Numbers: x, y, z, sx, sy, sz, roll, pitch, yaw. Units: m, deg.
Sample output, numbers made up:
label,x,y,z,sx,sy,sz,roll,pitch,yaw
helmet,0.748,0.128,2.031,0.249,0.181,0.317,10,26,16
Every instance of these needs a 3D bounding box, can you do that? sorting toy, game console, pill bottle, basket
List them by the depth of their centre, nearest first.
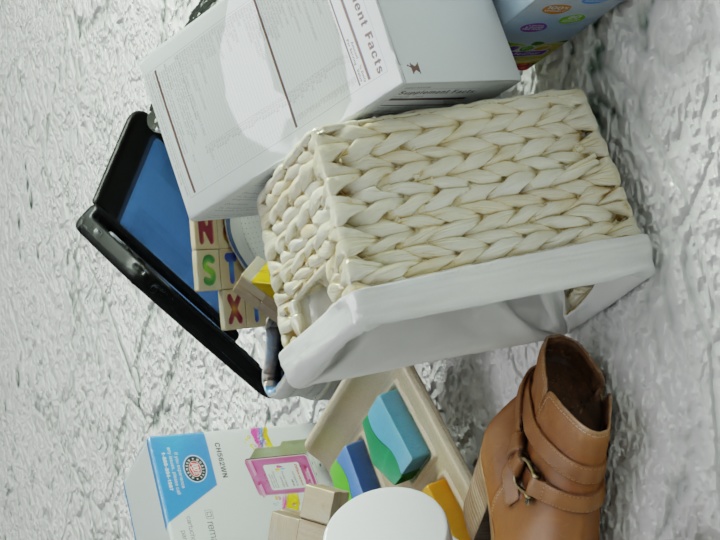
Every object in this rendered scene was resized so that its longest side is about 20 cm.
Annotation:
label,x,y,z,sx,sy,sz,roll,pitch,yaw
basket,0.050,-0.020,1.087,0.136,0.199,0.124,136,122,-62
pill bottle,0.034,0.241,1.219,0.111,0.111,0.201,-123,15,-50
sorting toy,0.032,0.171,1.314,0.201,0.036,0.185,57,149,19
game console,-0.131,-0.014,1.558,0.117,0.200,0.176,-49,38,-4

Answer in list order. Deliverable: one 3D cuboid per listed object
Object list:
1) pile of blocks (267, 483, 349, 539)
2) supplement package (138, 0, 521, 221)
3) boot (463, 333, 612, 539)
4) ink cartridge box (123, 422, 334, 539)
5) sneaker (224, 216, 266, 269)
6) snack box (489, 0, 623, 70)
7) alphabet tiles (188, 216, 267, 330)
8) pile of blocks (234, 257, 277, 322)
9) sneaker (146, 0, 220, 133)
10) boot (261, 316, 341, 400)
label,x,y,z,sx,sy,sz,roll,pitch,yaw
pile of blocks,-0.022,0.215,1.290,0.062,0.082,0.201,12,130,28
supplement package,-0.021,-0.120,1.116,0.200,0.109,0.114,-28,77,41
boot,0.125,0.153,1.117,0.200,0.073,0.155,62,144,40
ink cartridge box,-0.067,0.199,1.426,0.085,0.199,0.145,-57,43,50
sneaker,-0.053,-0.078,1.479,0.115,0.080,0.200,-1,114,39
snack box,0.105,-0.230,1.103,0.200,0.067,0.170,148,116,-64
alphabet tiles,-0.095,-0.053,1.533,0.006,0.166,0.201,-5,90,29
pile of blocks,0.000,0.000,1.313,0.199,0.062,0.082,9,134,33
sneaker,-0.112,-0.184,1.601,0.078,0.090,0.201,-28,36,59
boot,-0.018,0.034,1.408,0.201,0.095,0.074,108,149,-43
